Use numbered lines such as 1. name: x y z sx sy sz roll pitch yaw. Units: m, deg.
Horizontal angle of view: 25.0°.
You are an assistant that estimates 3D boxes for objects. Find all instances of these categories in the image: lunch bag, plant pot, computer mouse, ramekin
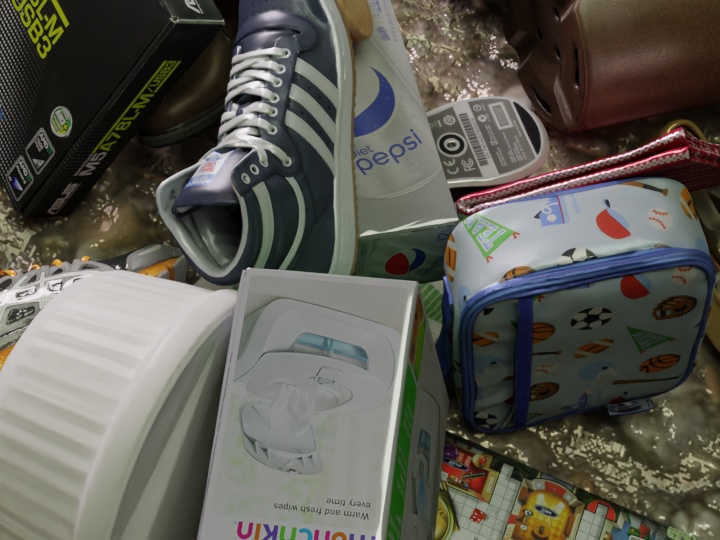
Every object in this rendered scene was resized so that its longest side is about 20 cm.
1. lunch bag: 0.121 0.029 0.959 0.160 0.200 0.076 -13 60 -3
2. plant pot: 0.210 -0.189 1.108 0.198 0.200 0.201 -17 67 -11
3. computer mouse: 0.026 -0.060 1.053 0.200 0.044 0.110 -12 59 -12
4. ramekin: -0.131 0.092 0.877 0.094 0.203 0.203 21 59 13

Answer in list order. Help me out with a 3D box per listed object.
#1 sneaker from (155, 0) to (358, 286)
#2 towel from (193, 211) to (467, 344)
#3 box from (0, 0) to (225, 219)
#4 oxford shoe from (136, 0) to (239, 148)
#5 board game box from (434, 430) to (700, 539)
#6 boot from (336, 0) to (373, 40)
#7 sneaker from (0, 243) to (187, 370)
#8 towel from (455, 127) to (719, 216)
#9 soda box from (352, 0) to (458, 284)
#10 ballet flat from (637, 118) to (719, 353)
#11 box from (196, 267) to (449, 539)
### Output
1. sneaker: -0.059 -0.083 0.900 0.108 0.070 0.200 0 82 -50
2. towel: 0.000 0.000 1.048 0.152 0.023 0.200 38 62 10
3. box: -0.188 -0.166 1.001 0.047 0.193 0.200 -8 63 -45
4. oxford shoe: -0.099 -0.162 1.068 0.073 0.084 0.200 1 47 36
5. board game box: 0.100 0.172 0.980 0.200 0.023 0.105 23 62 0
6. boot: -0.091 -0.186 1.007 0.144 0.071 0.201 -34 68 12
7. sneaker: -0.194 0.028 0.963 0.200 0.078 0.077 -27 62 -25
8. towel: 0.157 -0.055 0.996 0.144 0.200 0.023 -15 85 24
9. soda box: 0.004 -0.089 1.004 0.063 0.068 0.200 -9 60 -10
10. ballet flat: 0.242 -0.013 1.084 0.069 0.063 0.200 -19 68 -23
11. box: -0.016 0.119 0.861 0.096 0.200 0.177 3 67 10
